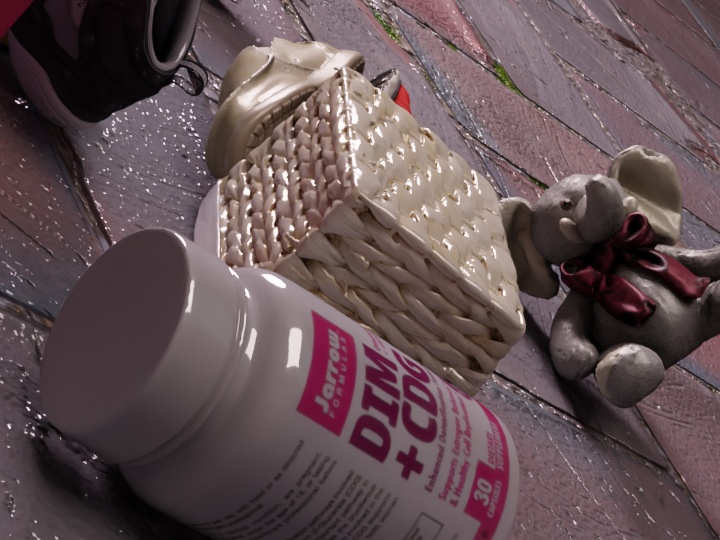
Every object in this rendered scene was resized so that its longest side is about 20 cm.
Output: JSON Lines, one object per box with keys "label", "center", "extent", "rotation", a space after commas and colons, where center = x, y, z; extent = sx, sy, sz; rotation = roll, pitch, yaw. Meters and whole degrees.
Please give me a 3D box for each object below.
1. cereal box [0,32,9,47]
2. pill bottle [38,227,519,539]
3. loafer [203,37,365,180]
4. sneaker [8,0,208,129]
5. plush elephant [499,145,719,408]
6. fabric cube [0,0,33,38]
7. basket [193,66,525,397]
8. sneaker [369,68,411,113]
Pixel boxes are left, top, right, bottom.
{"label": "cereal box", "center": [-0.219, -0.198, 1.401], "extent": [0.144, 0.040, 0.200], "rotation": [25, 26, -49]}
{"label": "pill bottle", "center": [-0.034, 0.069, 1.083], "extent": [0.200, 0.113, 0.114], "rotation": [33, 20, -35]}
{"label": "loafer", "center": [-0.057, -0.093, 1.498], "extent": [0.068, 0.076, 0.200], "rotation": [17, 19, 12]}
{"label": "sneaker", "center": [-0.144, -0.169, 1.272], "extent": [0.076, 0.113, 0.201], "rotation": [-50, 125, -44]}
{"label": "plush elephant", "center": [0.176, -0.006, 1.709], "extent": [0.155, 0.164, 0.200], "rotation": [58, -12, -1]}
{"label": "fabric cube", "center": [-0.236, -0.177, 1.026], "extent": [0.200, 0.199, 0.196], "rotation": [48, 15, 10]}
{"label": "basket", "center": [0.000, 0.000, 1.312], "extent": [0.135, 0.123, 0.200], "rotation": [39, 18, -18]}
{"label": "sneaker", "center": [0.010, -0.059, 1.600], "extent": [0.085, 0.077, 0.200], "rotation": [51, 20, -22]}
